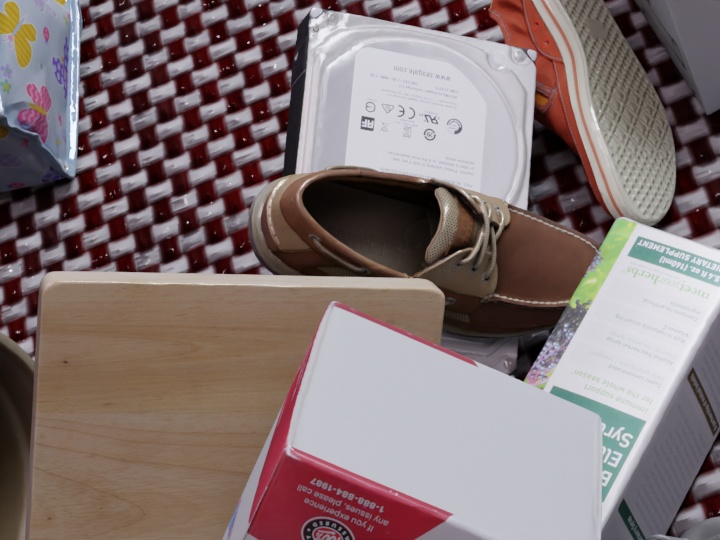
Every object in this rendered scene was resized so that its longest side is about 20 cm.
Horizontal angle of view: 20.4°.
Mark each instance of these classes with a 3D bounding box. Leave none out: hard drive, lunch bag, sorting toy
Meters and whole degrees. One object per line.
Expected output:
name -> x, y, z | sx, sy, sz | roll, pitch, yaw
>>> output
hard drive -> 0.025, -0.038, 1.117 | 0.139, 0.038, 0.201 | 10, 75, -14
lunch bag -> -0.277, -0.149, 1.332 | 0.169, 0.127, 0.201 | -12, 65, 17
sorting toy -> -0.071, 0.091, 1.027 | 0.199, 0.200, 0.070 | 1, 18, -14

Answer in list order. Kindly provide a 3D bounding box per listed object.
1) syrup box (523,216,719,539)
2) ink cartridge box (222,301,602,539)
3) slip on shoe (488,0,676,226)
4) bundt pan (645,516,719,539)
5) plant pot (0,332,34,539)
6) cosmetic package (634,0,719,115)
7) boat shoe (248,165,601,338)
syrup box -> 0.131, 0.082, 1.044 | 0.079, 0.082, 0.200 | 20, 67, 32
ink cartridge box -> 0.005, 0.151, 0.915 | 0.145, 0.200, 0.145 | 23, 25, -4
slip on shoe -> 0.129, -0.103, 1.179 | 0.061, 0.074, 0.200 | -45, 52, 35
bundt pan -> 0.184, 0.191, 0.919 | 0.201, 0.076, 0.202 | -4, 43, 3
plant pot -> -0.290, 0.129, 1.138 | 0.173, 0.200, 0.201 | -4, 56, 40
cosmetic package -> 0.165, -0.204, 1.135 | 0.052, 0.200, 0.151 | -30, 52, 3
boat shoe -> 0.043, -0.011, 1.056 | 0.199, 0.072, 0.076 | 8, 75, -17
